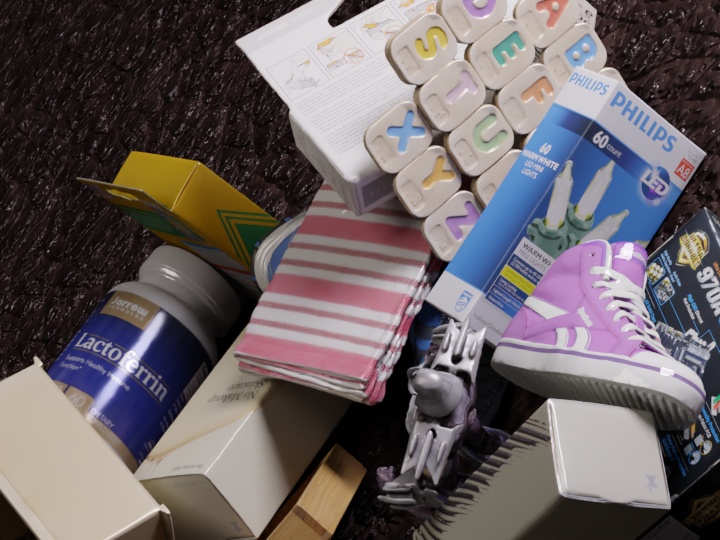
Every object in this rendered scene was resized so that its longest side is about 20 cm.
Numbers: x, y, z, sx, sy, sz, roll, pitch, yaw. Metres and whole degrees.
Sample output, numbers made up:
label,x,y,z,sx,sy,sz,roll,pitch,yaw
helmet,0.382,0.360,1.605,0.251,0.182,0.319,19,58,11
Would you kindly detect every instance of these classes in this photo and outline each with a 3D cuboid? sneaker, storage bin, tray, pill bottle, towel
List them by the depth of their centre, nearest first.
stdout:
label,x,y,z,sx,sy,sz,roll,pitch,yaw
sneaker,0.166,0.032,1.387,0.115,0.072,0.200,-59,30,-9
tray,-0.048,0.193,1.561,0.099,0.037,0.200,-50,-2,10
towel,0.000,0.000,1.610,0.146,0.030,0.201,10,65,43
sneaker,0.067,0.053,1.612,0.079,0.065,0.201,120,155,-50
storage bin,-0.230,0.208,1.678,0.093,0.200,0.200,-29,51,-24
sneaker,0.007,-0.039,1.726,0.200,0.076,0.077,-43,29,-15
pill bottle,-0.193,0.083,1.831,0.115,0.116,0.201,-5,44,52

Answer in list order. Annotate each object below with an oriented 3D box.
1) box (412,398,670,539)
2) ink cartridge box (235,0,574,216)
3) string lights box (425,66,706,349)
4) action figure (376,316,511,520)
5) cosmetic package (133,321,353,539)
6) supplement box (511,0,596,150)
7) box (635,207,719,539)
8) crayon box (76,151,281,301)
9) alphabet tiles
label,x,y,z,sx,sy,sz,roll,pitch,yaw
box,0.110,0.159,1.357,0.200,0.081,0.069,129,143,-49
ink cartridge box,0.033,-0.152,1.618,0.199,0.045,0.176,-29,53,-14
string lights box,0.146,-0.031,1.528,0.201,0.102,0.059,-57,31,-1
action figure,0.055,0.109,1.433,0.069,0.200,0.131,22,70,23
cosmetic package,-0.080,0.116,1.674,0.103,0.073,0.200,-13,31,46
supplement box,0.107,-0.127,1.695,0.125,0.073,0.201,-22,45,41
box,0.208,0.076,1.400,0.159,0.046,0.201,-44,33,20
crayon box,-0.128,-0.040,1.817,0.125,0.200,0.052,13,70,56
alphabet tiles,0.103,-0.109,1.551,0.195,0.201,0.015,-39,19,-14
